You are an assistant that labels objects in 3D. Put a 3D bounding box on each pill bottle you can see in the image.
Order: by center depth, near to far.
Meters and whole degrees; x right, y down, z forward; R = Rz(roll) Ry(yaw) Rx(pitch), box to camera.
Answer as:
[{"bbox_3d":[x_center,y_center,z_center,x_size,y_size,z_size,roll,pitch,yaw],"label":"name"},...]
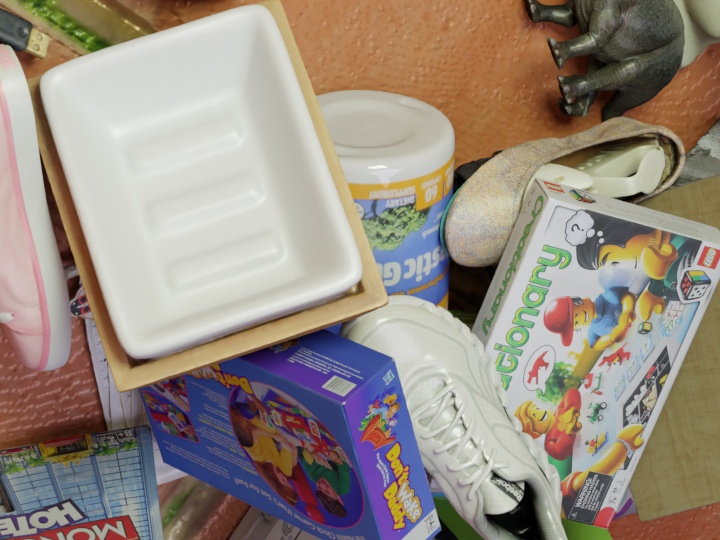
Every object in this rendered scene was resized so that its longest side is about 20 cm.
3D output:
[{"bbox_3d":[0.000,0.000,1.533,0.112,0.112,0.200,-13,121,-23],"label":"pill bottle"}]

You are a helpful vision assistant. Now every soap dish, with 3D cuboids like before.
[{"bbox_3d":[-0.088,-0.039,1.404,0.157,0.200,0.081,-18,159,-4],"label":"soap dish"}]

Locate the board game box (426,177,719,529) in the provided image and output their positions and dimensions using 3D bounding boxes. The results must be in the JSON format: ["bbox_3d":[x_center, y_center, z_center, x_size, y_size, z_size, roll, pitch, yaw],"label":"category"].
[{"bbox_3d":[0.128,0.053,1.504,0.126,0.035,0.200,14,110,-19],"label":"board game box"}]

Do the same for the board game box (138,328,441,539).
[{"bbox_3d":[-0.052,0.085,1.471,0.045,0.200,0.135,-40,133,-30],"label":"board game box"}]

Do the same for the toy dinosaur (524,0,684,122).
[{"bbox_3d":[0.166,-0.146,1.571,0.102,0.077,0.200,-23,122,-1],"label":"toy dinosaur"}]

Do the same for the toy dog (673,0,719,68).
[{"bbox_3d":[0.306,-0.168,1.558,0.139,0.200,0.194,-1,117,-30],"label":"toy dog"}]

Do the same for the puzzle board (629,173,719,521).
[{"bbox_3d":[0.220,0.046,1.579,0.017,0.151,0.200,-10,83,-66],"label":"puzzle board"}]

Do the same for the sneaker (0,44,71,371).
[{"bbox_3d":[-0.229,-0.024,1.413,0.105,0.075,0.200,-18,120,-19],"label":"sneaker"}]

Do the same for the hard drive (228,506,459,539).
[{"bbox_3d":[-0.012,0.192,1.578,0.038,0.200,0.140,27,101,-35],"label":"hard drive"}]

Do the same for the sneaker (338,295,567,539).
[{"bbox_3d":[0.061,0.096,1.445,0.075,0.081,0.200,-36,114,8],"label":"sneaker"}]

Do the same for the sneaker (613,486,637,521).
[{"bbox_3d":[0.111,0.183,1.730,0.200,0.078,0.140,7,115,-23],"label":"sneaker"}]

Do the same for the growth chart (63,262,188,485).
[{"bbox_3d":[-0.108,0.050,1.560,0.145,0.018,0.200,-25,127,-17],"label":"growth chart"}]

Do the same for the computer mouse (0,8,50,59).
[{"bbox_3d":[-0.138,-0.173,1.398,0.200,0.046,0.141,19,104,-36],"label":"computer mouse"}]

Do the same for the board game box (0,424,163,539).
[{"bbox_3d":[-0.189,0.184,1.459,0.200,0.200,0.062,-9,123,-20],"label":"board game box"}]

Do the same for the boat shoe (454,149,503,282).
[{"bbox_3d":[0.110,0.019,1.582,0.060,0.074,0.200,-13,82,-16],"label":"boat shoe"}]

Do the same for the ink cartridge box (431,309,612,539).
[{"bbox_3d":[0.112,0.125,1.605,0.148,0.200,0.076,5,132,-32],"label":"ink cartridge box"}]

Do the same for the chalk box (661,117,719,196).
[{"bbox_3d":[0.302,-0.004,1.631,0.124,0.200,0.124,-42,142,-53],"label":"chalk box"}]

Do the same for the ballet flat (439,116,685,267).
[{"bbox_3d":[0.131,-0.052,1.525,0.200,0.067,0.068,-30,119,-42],"label":"ballet flat"}]
